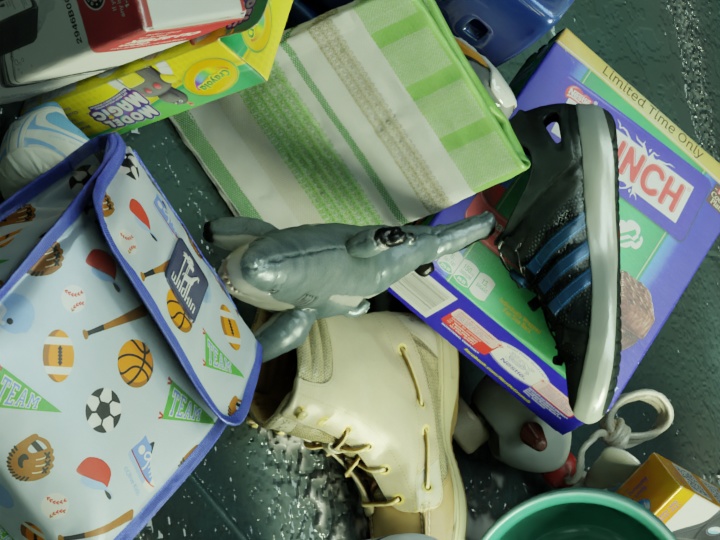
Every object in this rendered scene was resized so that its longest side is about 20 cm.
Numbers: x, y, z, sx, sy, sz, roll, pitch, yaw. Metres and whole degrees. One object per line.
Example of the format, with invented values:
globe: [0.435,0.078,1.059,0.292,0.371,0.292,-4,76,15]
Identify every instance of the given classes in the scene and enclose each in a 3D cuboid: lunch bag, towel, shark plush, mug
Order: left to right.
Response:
lunch bag: [-0.155,0.045,1.538,0.200,0.123,0.170,-47,118,-32]
towel: [-0.010,-0.090,1.712,0.150,0.199,0.031,56,32,-21]
shark plush: [0.000,0.000,1.661,0.199,0.083,0.091,2,68,-29]
mug: [0.128,0.217,1.802,0.114,0.184,0.153,28,65,-82]

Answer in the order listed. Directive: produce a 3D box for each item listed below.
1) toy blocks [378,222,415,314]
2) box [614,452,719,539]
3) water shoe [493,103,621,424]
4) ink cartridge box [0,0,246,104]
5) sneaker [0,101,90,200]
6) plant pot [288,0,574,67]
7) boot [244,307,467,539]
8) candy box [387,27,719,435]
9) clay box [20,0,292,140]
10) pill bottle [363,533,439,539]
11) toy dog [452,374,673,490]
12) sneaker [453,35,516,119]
toy blocks: [0.049,-0.029,1.857,0.136,0.100,0.201,-27,99,-38]
box: [0.224,0.207,1.941,0.200,0.119,0.042,29,18,-47]
water shoe: [0.123,-0.003,1.726,0.072,0.078,0.201,52,37,-78]
ink cartridge box: [-0.175,-0.181,1.549,0.084,0.199,0.145,-15,90,-46]
sneaker: [-0.140,-0.019,1.640,0.200,0.072,0.073,52,36,-30]
plant pot: [0.043,-0.231,1.808,0.200,0.180,0.200,40,47,-8]
boot: [-0.006,0.117,1.749,0.155,0.073,0.201,13,73,-43]
candy box: [0.134,-0.026,1.805,0.169,0.077,0.200,39,64,-9]
clay box: [-0.104,-0.147,1.617,0.048,0.199,0.115,40,51,-34]
pill bottle: [0.005,0.215,1.629,0.111,0.199,0.112,18,66,-45]
toy dog: [0.135,0.130,1.875,0.199,0.132,0.096,28,17,-34]
sneaker: [0.017,-0.097,1.752,0.078,0.199,0.077,54,54,-27]
